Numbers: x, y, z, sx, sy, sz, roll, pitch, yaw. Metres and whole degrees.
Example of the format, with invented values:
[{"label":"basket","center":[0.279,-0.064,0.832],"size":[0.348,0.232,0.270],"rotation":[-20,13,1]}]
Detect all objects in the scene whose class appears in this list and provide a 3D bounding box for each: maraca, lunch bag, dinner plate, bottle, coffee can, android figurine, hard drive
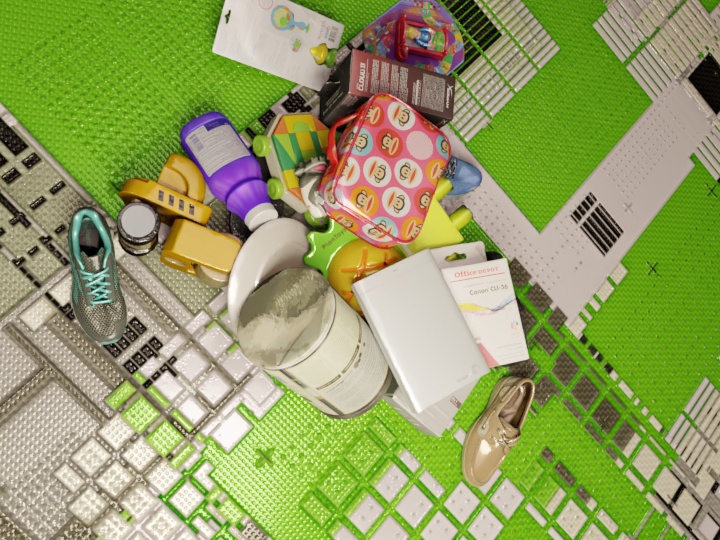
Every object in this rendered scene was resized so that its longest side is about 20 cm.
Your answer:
[{"label":"maraca","center":[0.000,0.000,0.984],"size":[0.137,0.107,0.200],"rotation":[-42,113,-5]},{"label":"lunch bag","center":[0.026,-0.148,0.925],"size":[0.176,0.082,0.201],"rotation":[31,70,-20]},{"label":"dinner plate","center":[-0.115,0.023,0.949],"size":[0.200,0.024,0.201],"rotation":[-26,122,-50]},{"label":"bottle","center":[-0.191,-0.145,0.951],"size":[0.083,0.065,0.200],"rotation":[-31,68,-12]},{"label":"coffee can","center":[-0.058,0.107,0.907],"size":[0.147,0.146,0.200],"rotation":[-61,142,-17]},{"label":"android figurine","center":[0.085,-0.062,1.066],"size":[0.200,0.041,0.182],"rotation":[-39,103,-2]},{"label":"hard drive","center":[0.087,0.084,0.926],"size":[0.131,0.026,0.201],"rotation":[-25,85,-20]}]

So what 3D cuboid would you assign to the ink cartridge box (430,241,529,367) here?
[{"label":"ink cartridge box","center":[0.177,0.051,1.004],"size":[0.116,0.067,0.201],"rotation":[-10,82,-16]}]

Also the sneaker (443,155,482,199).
[{"label":"sneaker","center":[0.120,-0.177,1.091],"size":[0.199,0.089,0.079],"rotation":[12,79,-17]}]

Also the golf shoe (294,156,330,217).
[{"label":"golf shoe","center":[-0.005,-0.136,1.000],"size":[0.199,0.077,0.089],"rotation":[-12,91,-27]}]

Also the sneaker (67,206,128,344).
[{"label":"sneaker","center":[-0.371,0.003,0.890],"size":[0.077,0.091,0.201],"rotation":[-13,87,-20]}]

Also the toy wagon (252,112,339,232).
[{"label":"toy wagon","center":[-0.080,-0.150,1.016],"size":[0.155,0.039,0.201],"rotation":[-16,87,-41]}]

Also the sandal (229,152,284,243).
[{"label":"sandal","center":[-0.153,-0.121,1.015],"size":[0.075,0.048,0.201],"rotation":[22,63,-14]}]

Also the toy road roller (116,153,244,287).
[{"label":"toy road roller","center":[-0.248,-0.075,0.928],"size":[0.199,0.123,0.147],"rotation":[25,75,-14]}]

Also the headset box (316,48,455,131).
[{"label":"headset box","center":[0.030,-0.274,1.039],"size":[0.199,0.149,0.075],"rotation":[9,79,-21]}]

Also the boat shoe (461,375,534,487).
[{"label":"boat shoe","center":[0.231,0.267,1.079],"size":[0.071,0.064,0.201],"rotation":[30,73,-13]}]

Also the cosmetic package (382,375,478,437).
[{"label":"cosmetic package","center":[0.133,0.158,1.050],"size":[0.107,0.090,0.200],"rotation":[39,74,-6]}]

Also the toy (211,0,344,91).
[{"label":"toy","center":[-0.134,-0.378,1.046],"size":[0.199,0.047,0.116],"rotation":[13,102,-27]}]

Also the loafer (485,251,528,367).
[{"label":"loafer","center":[0.248,0.065,1.116],"size":[0.070,0.068,0.202],"rotation":[-10,91,-28]}]

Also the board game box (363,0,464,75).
[{"label":"board game box","center":[0.106,-0.411,1.146],"size":[0.200,0.039,0.158],"rotation":[-43,97,-19]}]
